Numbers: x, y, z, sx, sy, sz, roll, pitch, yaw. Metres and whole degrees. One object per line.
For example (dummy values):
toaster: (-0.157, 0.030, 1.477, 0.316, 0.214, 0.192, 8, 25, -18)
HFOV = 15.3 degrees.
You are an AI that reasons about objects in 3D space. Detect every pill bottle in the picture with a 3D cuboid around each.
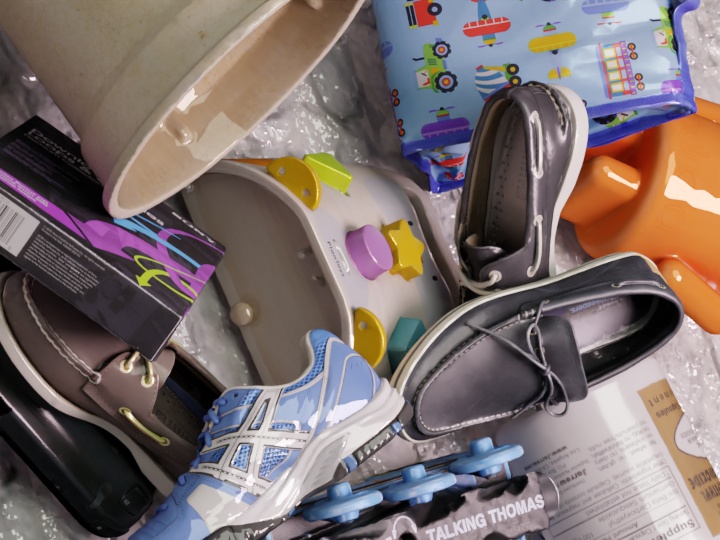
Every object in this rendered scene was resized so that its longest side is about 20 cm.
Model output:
pill bottle: (0.176, 0.163, 1.657, 0.114, 0.114, 0.200, -22, 82, -37)

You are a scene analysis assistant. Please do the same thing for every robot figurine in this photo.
robot figurine: (0.221, -0.041, 1.778, 0.199, 0.117, 0.144, 19, 20, -24)

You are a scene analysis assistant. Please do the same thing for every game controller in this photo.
game controller: (-0.175, 0.055, 1.510, 0.200, 0.042, 0.104, 52, 36, -24)

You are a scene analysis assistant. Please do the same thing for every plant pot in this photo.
plant pot: (-0.126, -0.163, 1.475, 0.184, 0.201, 0.200, 46, 52, 7)

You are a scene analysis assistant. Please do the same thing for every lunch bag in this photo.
lunch bag: (0.117, -0.154, 1.706, 0.094, 0.199, 0.151, 44, 33, -69)

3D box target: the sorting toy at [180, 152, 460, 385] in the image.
sorting toy: (0.000, 0.000, 1.649, 0.180, 0.107, 0.201, -12, 75, -55)

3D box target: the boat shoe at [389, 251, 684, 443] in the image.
boat shoe: (0.106, 0.048, 1.592, 0.200, 0.062, 0.075, -23, 120, -20)

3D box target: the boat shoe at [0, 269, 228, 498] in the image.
boat shoe: (-0.123, 0.061, 1.487, 0.200, 0.059, 0.072, 46, 39, -30)

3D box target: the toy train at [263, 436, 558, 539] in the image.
toy train: (0.021, 0.156, 1.563, 0.200, 0.114, 0.087, -15, 89, -35)

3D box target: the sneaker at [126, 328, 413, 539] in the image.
sneaker: (-0.068, 0.110, 1.462, 0.200, 0.076, 0.077, -37, 88, -21)

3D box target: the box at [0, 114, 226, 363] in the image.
box: (-0.151, -0.023, 1.496, 0.143, 0.036, 0.200, 35, 10, -3)

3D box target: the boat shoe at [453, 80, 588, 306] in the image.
boat shoe: (0.088, -0.017, 1.633, 0.060, 0.074, 0.201, -2, 111, -51)
